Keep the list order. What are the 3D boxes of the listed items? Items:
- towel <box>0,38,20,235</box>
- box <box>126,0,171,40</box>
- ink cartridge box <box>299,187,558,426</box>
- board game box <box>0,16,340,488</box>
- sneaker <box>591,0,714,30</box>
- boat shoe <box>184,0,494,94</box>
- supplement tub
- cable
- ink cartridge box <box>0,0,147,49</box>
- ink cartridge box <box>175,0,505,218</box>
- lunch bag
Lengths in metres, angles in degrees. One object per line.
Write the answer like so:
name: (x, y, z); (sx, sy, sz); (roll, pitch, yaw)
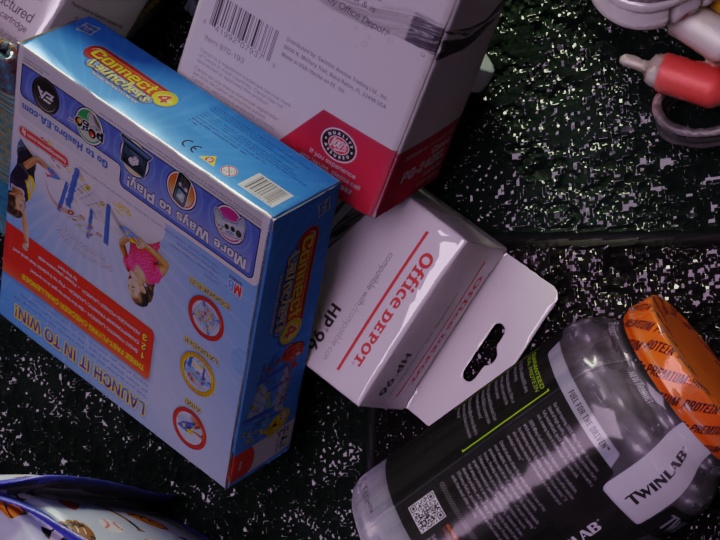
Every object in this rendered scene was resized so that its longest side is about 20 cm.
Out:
towel: (-0.239, -0.095, 1.281); (0.147, 0.200, 0.022); (33, 61, 25)
box: (-0.201, -0.204, 1.341); (0.200, 0.048, 0.158); (-42, 69, 13)
ink cartridge box: (0.000, 0.000, 1.214); (0.200, 0.068, 0.116); (37, 101, 23)
board game box: (-0.115, -0.011, 1.192); (0.200, 0.056, 0.196); (35, 133, 26)
sneaker: (0.209, -0.204, 1.113); (0.200, 0.087, 0.074); (-29, 65, -6)
boat shoe: (-0.014, -0.138, 1.244); (0.200, 0.071, 0.091); (40, 107, 27)
supplement tub: (0.105, 0.108, 1.125); (0.200, 0.122, 0.123); (-37, 70, 17)
cable: (0.233, -0.094, 1.129); (0.200, 0.050, 0.097); (27, 87, 26)
ink cartridge box: (-0.182, -0.227, 1.263); (0.145, 0.084, 0.200); (35, 97, 24)
ink cartridge box: (-0.001, -0.154, 1.134); (0.145, 0.083, 0.200); (33, 123, 18)
lunch bag: (-0.152, 0.183, 1.205); (0.200, 0.170, 0.124); (30, 93, 25)
